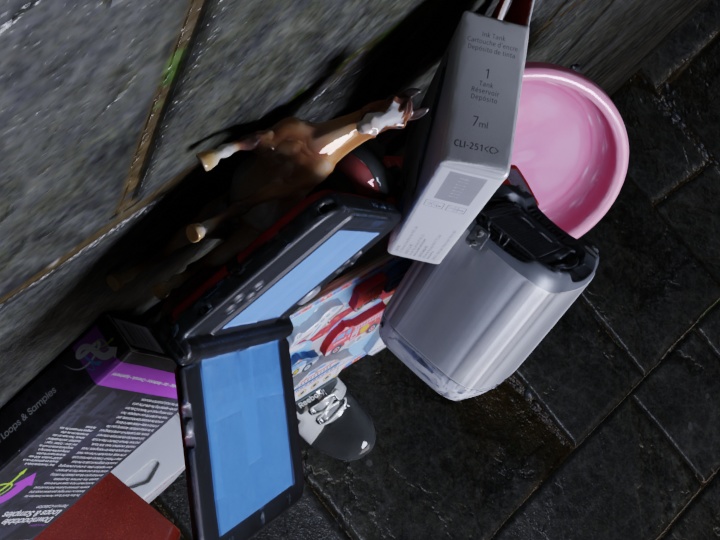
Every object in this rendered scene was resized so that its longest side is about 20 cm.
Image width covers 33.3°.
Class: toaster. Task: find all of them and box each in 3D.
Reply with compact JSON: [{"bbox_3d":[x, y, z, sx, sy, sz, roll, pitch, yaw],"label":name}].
[{"bbox_3d":[0.096,0.017,0.924,0.130,0.113,0.199,-56,166,20],"label":"toaster"}]

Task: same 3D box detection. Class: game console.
[{"bbox_3d":[-0.030,0.053,0.696,0.172,0.119,0.200,-39,174,10],"label":"game console"}]

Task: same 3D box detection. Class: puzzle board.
[{"bbox_3d":[-0.007,0.045,0.979,0.198,0.017,0.152,-29,154,-32],"label":"puzzle board"}]

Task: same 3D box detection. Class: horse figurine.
[{"bbox_3d":[-0.063,-0.033,0.669,0.132,0.050,0.200,-31,169,-42],"label":"horse figurine"}]

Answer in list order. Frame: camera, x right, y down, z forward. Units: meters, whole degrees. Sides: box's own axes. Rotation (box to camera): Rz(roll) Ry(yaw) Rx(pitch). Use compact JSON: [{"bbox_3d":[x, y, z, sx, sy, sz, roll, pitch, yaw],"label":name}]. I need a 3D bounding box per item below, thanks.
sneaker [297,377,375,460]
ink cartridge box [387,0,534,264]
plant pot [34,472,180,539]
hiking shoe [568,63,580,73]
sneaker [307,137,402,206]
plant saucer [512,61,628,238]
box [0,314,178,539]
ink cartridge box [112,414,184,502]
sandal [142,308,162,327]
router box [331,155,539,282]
[{"bbox_3d":[-0.061,0.119,1.260,0.074,0.200,0.089,-44,176,-9],"label":"sneaker"},{"bbox_3d":[0.066,-0.115,0.771,0.200,0.044,0.179,119,-17,-74],"label":"ink cartridge box"},{"bbox_3d":[-0.272,0.268,1.076,0.177,0.199,0.200,-52,-179,-24],"label":"plant pot"},{"bbox_3d":[0.155,-0.153,1.218,0.075,0.103,0.198,-7,-176,-41],"label":"hiking shoe"},{"bbox_3d":[-0.038,-0.025,0.834,0.098,0.071,0.200,-41,178,-30],"label":"sneaker"},{"bbox_3d":[0.143,-0.104,1.100,0.200,0.199,0.051,-42,-150,24],"label":"plant saucer"},{"bbox_3d":[-0.203,0.115,0.830,0.200,0.036,0.143,-42,161,6],"label":"box"},{"bbox_3d":[-0.272,0.234,1.349,0.145,0.084,0.200,-38,175,-31],"label":"ink cartridge box"},{"bbox_3d":[-0.115,0.045,0.948,0.080,0.057,0.201,-45,174,30],"label":"sandal"},{"bbox_3d":[0.030,-0.010,1.047,0.177,0.049,0.201,-1,141,-35],"label":"router box"}]
